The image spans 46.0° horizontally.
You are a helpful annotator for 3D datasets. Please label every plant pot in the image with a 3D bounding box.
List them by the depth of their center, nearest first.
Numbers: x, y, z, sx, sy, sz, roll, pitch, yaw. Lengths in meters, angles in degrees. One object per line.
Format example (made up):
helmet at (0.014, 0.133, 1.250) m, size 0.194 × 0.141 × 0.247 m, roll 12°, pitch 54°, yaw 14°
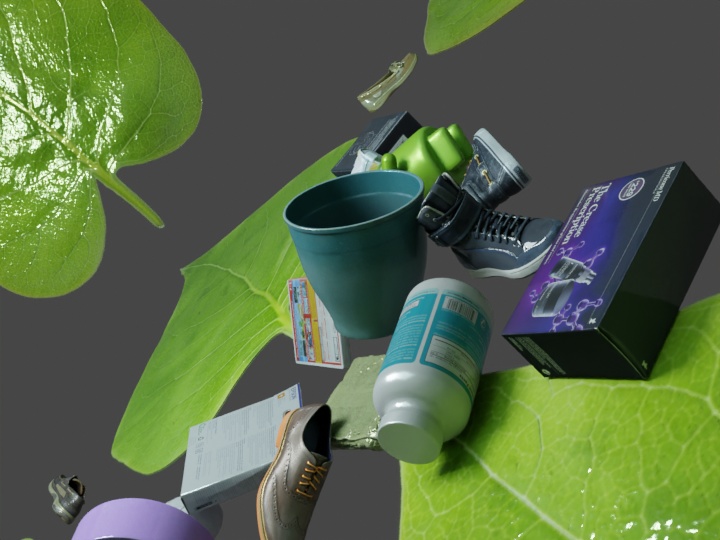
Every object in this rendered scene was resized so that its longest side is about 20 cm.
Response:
plant pot at (0.009, -0.016, 1.193) m, size 0.197 × 0.191 × 0.201 m, roll -11°, pitch 24°, yaw 5°

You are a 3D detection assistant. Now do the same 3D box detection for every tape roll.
tape roll at (-0.281, 0.389, 1.089) m, size 0.200 × 0.200 × 0.066 m, roll -40°, pitch 20°, yaw 25°

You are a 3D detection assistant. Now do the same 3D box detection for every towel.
towel at (0.010, 0.173, 1.112) m, size 0.199 × 0.036 × 0.149 m, roll -21°, pitch 33°, yaw 58°

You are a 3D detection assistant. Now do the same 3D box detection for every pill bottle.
pill bottle at (0.079, 0.112, 0.947) m, size 0.110 × 0.111 × 0.201 m, roll -31°, pitch 24°, yaw 42°

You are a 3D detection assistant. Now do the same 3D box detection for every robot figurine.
robot figurine at (0.100, -0.164, 1.451) m, size 0.199 × 0.117 × 0.175 m, roll -37°, pitch -6°, yaw 37°

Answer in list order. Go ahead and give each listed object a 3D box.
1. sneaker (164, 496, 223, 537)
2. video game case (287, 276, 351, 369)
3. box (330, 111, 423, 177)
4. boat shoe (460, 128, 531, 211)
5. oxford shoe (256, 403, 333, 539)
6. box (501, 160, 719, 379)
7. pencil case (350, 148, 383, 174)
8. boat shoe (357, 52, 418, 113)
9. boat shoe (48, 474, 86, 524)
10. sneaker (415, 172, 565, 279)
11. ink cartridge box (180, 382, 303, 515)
sneaker at (-0.291, 0.419, 1.265) m, size 0.200 × 0.075 × 0.115 m, roll -50°, pitch 17°, yaw -19°
video game case at (-0.069, 0.081, 1.362) m, size 0.199 × 0.017 × 0.146 m, roll -7°, pitch 89°, yaw 64°
box at (0.048, -0.223, 1.713) m, size 0.149 × 0.107 × 0.200 m, roll -52°, pitch 19°, yaw -8°
boat shoe at (0.186, -0.150, 1.291) m, size 0.091 × 0.071 × 0.201 m, roll -41°, pitch 21°, yaw 10°
oxford shoe at (-0.076, 0.256, 1.043) m, size 0.073 × 0.071 × 0.203 m, roll -33°, pitch 41°, yaw 46°
box at (0.246, 0.003, 0.832) m, size 0.201 × 0.079 × 0.141 m, roll -56°, pitch 22°, yaw -22°
pencil case at (-0.004, -0.124, 1.572) m, size 0.083 × 0.090 × 0.202 m, roll 39°, pitch 111°, yaw 37°
boat shoe at (0.077, -0.527, 2.335) m, size 0.201 × 0.063 × 0.073 m, roll -47°, pitch 18°, yaw 8°
boat shoe at (-0.677, 0.524, 1.989) m, size 0.073 × 0.075 × 0.199 m, roll -42°, pitch 25°, yaw -12°
sneaker at (0.156, -0.061, 1.065) m, size 0.077 × 0.146 × 0.201 m, roll -54°, pitch 20°, yaw -24°
ink cartridge box at (-0.170, 0.267, 1.291) m, size 0.197 × 0.041 × 0.200 m, roll -22°, pitch 20°, yaw 1°
